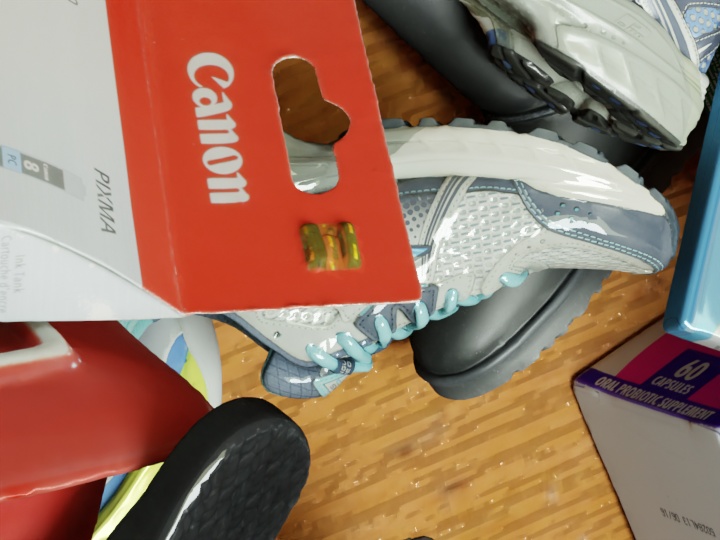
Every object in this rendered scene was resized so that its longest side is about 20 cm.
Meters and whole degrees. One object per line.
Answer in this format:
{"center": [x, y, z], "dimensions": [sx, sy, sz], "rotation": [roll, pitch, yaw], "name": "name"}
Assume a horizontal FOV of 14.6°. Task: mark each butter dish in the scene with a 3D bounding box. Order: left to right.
{"center": [-0.166, 0.074, 0.813], "dimensions": [0.199, 0.199, 0.149], "rotation": [-9, 115, -29], "name": "butter dish"}

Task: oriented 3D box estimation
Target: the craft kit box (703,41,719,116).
{"center": [0.236, -0.026, 0.977], "dimensions": [0.197, 0.048, 0.201], "rotation": [-25, 93, -23], "name": "craft kit box"}

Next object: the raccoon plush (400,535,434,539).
{"center": [-0.013, 0.182, 0.938], "dimensions": [0.096, 0.134, 0.201], "rotation": [3, 98, -28], "name": "raccoon plush"}

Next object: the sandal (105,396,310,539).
{"center": [-0.084, 0.117, 0.762], "dimensions": [0.201, 0.045, 0.075], "rotation": [-58, 154, -5], "name": "sandal"}

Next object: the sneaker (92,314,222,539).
{"center": [-0.116, 0.090, 0.902], "dimensions": [0.105, 0.076, 0.201], "rotation": [19, 85, -22], "name": "sneaker"}

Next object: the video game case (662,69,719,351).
{"center": [0.205, -0.020, 0.934], "dimensions": [0.199, 0.018, 0.144], "rotation": [17, 79, -16], "name": "video game case"}

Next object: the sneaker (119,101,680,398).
{"center": [0.000, 0.000, 0.886], "dimensions": [0.199, 0.078, 0.087], "rotation": [2, 80, 3], "name": "sneaker"}

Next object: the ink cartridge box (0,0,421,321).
{"center": [-0.089, -0.057, 0.817], "dimensions": [0.199, 0.161, 0.047], "rotation": [-1, 135, -11], "name": "ink cartridge box"}

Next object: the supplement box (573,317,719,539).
{"center": [0.196, 0.039, 1.042], "dimensions": [0.199, 0.101, 0.104], "rotation": [-32, 110, -20], "name": "supplement box"}

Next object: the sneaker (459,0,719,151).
{"center": [0.044, -0.124, 0.889], "dimensions": [0.200, 0.077, 0.085], "rotation": [37, 78, -30], "name": "sneaker"}

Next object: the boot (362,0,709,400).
{"center": [0.021, -0.080, 0.946], "dimensions": [0.200, 0.066, 0.165], "rotation": [48, 70, -29], "name": "boot"}
